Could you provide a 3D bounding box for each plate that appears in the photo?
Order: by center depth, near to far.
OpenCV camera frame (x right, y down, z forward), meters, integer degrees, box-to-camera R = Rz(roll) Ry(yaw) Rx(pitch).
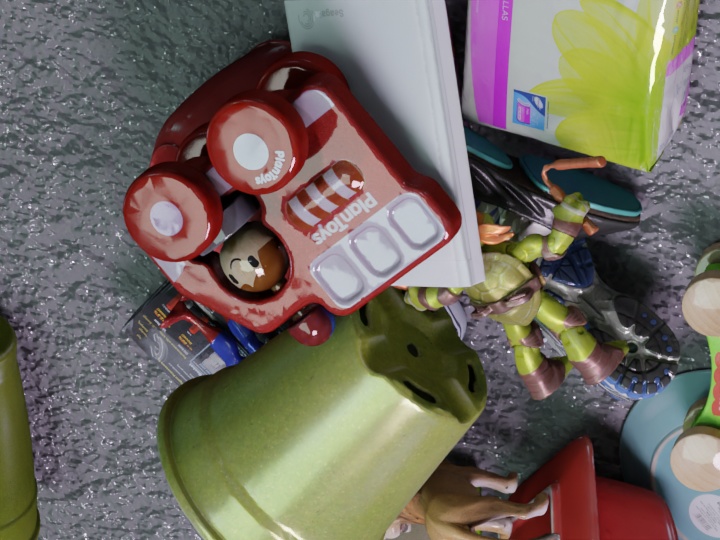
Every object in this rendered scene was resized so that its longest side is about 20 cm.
[{"bbox_3d":[0.286,0.164,1.787,0.199,0.026,0.201,15,128,20],"label":"plate"}]

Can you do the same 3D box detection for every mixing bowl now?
[{"bbox_3d":[-0.086,-0.059,1.731,0.200,0.108,0.201,35,135,45],"label":"mixing bowl"}]

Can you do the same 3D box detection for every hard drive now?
[{"bbox_3d":[0.016,-0.090,1.604,0.131,0.026,0.201,1,106,43],"label":"hard drive"}]

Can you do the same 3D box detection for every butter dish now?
[{"bbox_3d":[0.195,0.248,1.813,0.147,0.201,0.200,7,157,-15],"label":"butter dish"}]

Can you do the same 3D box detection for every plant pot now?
[{"bbox_3d":[-0.014,0.107,1.705,0.200,0.201,0.184,44,120,-5],"label":"plant pot"},{"bbox_3d":[-0.370,0.136,2.057,0.199,0.200,0.194,19,118,18],"label":"plant pot"}]

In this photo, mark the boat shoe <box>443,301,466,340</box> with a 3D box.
[{"bbox_3d":[0.000,0.000,1.792,0.071,0.091,0.201,-31,103,41],"label":"boat shoe"}]

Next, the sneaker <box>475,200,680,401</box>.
[{"bbox_3d":[0.146,0.023,1.732,0.200,0.077,0.085,51,166,12],"label":"sneaker"}]

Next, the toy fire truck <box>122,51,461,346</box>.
[{"bbox_3d":[-0.051,-0.036,1.584,0.200,0.112,0.168,-37,95,29],"label":"toy fire truck"}]

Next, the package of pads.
[{"bbox_3d":[0.151,-0.175,1.593,0.154,0.068,0.201,17,130,21],"label":"package of pads"}]

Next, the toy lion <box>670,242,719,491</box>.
[{"bbox_3d":[0.322,0.068,1.665,0.190,0.069,0.201,9,116,16],"label":"toy lion"}]

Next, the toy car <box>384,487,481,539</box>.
[{"bbox_3d":[0.021,0.262,1.951,0.163,0.159,0.200,-1,151,5],"label":"toy car"}]

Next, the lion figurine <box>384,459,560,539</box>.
[{"bbox_3d":[0.070,0.181,1.784,0.122,0.073,0.200,10,178,-14],"label":"lion figurine"}]

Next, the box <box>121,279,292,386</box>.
[{"bbox_3d":[-0.076,0.069,1.914,0.200,0.050,0.158,45,133,-5],"label":"box"}]

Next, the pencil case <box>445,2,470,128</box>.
[{"bbox_3d":[0.023,-0.157,1.670,0.087,0.087,0.201,4,122,28],"label":"pencil case"}]

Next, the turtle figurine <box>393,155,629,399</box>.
[{"bbox_3d":[0.115,0.011,1.622,0.199,0.065,0.162,-27,113,29],"label":"turtle figurine"}]

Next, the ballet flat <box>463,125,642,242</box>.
[{"bbox_3d":[0.102,-0.056,1.672,0.199,0.068,0.069,22,115,-19],"label":"ballet flat"}]

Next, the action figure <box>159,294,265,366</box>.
[{"bbox_3d":[-0.068,0.089,1.858,0.200,0.052,0.065,37,129,-2],"label":"action figure"}]
